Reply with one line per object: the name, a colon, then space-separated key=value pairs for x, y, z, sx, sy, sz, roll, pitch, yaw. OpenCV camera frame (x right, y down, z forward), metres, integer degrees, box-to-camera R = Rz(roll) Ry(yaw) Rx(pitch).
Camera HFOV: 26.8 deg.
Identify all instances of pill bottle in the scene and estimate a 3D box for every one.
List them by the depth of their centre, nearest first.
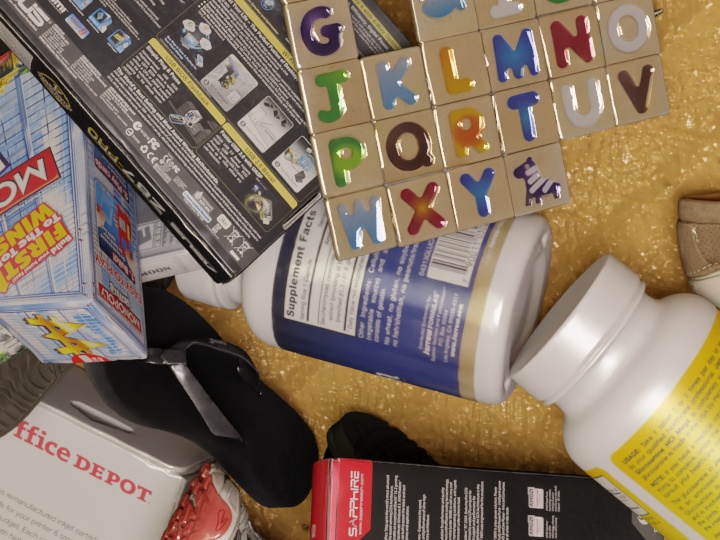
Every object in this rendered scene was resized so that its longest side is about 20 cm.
pill bottle: x=0.182 y=0.086 z=0.802 sx=0.200 sy=0.112 sz=0.113 roll=39 pitch=107 yaw=0
pill bottle: x=0.000 y=0.000 z=0.863 sx=0.199 sy=0.111 sz=0.112 roll=14 pitch=102 yaw=16

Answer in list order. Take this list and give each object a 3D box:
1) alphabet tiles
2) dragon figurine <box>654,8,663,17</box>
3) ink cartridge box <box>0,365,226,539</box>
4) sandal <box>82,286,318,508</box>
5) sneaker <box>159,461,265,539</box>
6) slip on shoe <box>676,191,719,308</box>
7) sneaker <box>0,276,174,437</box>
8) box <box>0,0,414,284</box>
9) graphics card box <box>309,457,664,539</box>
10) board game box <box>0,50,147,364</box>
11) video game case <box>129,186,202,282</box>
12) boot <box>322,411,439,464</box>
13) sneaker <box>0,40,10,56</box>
alphabet tiles: x=0.065 y=-0.109 z=0.792 sx=0.199 sy=0.008 sz=0.168 roll=-14 pitch=100 yaw=-13
dragon figurine: x=0.060 y=-0.163 z=0.827 sx=0.199 sy=0.099 sz=0.059 roll=30 pitch=106 yaw=12
ink cartridge box: x=-0.184 y=0.178 z=0.961 sx=0.147 sy=0.086 sz=0.201 roll=25 pitch=103 yaw=14
sandal: x=-0.081 y=0.070 z=0.873 sx=0.043 sy=0.200 sz=0.076 roll=-8 pitch=55 yaw=37
sneaker: x=-0.071 y=0.174 z=0.885 sx=0.082 sy=0.200 sz=0.078 roll=21 pitch=67 yaw=11
slip on shoe: x=0.264 y=-0.034 z=0.795 sx=0.199 sy=0.076 sz=0.061 roll=-15 pitch=99 yaw=27
sneaker: x=-0.199 y=0.003 z=0.919 sx=0.106 sy=0.075 sz=0.200 roll=29 pitch=62 yaw=34
box: x=-0.079 y=-0.119 z=0.795 sx=0.161 sy=0.049 sz=0.200 roll=-44 pitch=96 yaw=-15
graphics card box: x=0.069 y=0.171 z=0.826 sx=0.199 sy=0.051 sz=0.126 roll=5 pitch=77 yaw=-17
board game box: x=-0.198 y=-0.012 z=0.816 sx=0.200 sy=0.062 sz=0.200 roll=-32 pitch=50 yaw=4
video game case: x=-0.167 y=-0.071 z=0.893 sx=0.181 sy=0.023 sz=0.201 roll=-13 pitch=55 yaw=19
boot: x=0.009 y=0.207 z=0.906 sx=0.158 sy=0.079 sz=0.211 roll=-40 pitch=85 yaw=19
sneaker: x=-0.174 y=-0.167 z=0.903 sx=0.115 sy=0.075 sz=0.201 roll=28 pitch=93 yaw=10
